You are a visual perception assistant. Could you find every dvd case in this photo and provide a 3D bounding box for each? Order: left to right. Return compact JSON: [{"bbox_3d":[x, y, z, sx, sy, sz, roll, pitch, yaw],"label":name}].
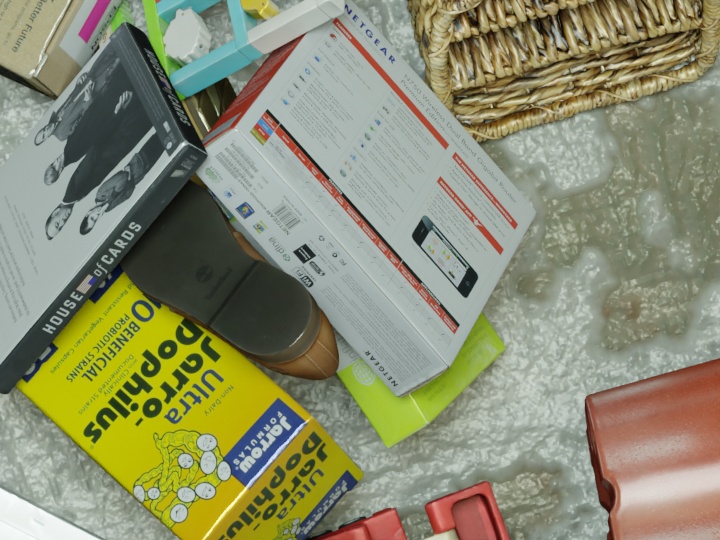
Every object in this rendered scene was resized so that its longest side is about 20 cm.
[{"bbox_3d":[-0.183,-0.041,1.568,0.025,0.151,0.200,30,109,-36],"label":"dvd case"}]

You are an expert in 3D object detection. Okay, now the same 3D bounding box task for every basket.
[{"bbox_3d":[0.133,-0.179,1.639,0.199,0.143,0.150,-14,87,-5],"label":"basket"}]

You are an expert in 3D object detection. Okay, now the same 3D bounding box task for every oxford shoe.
[{"bbox_3d":[-0.085,0.009,1.538,0.071,0.071,0.200,-46,51,-3],"label":"oxford shoe"}]

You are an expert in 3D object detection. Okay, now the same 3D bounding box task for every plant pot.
[{"bbox_3d":[0.249,0.135,1.616,0.194,0.201,0.202,-11,87,3],"label":"plant pot"}]

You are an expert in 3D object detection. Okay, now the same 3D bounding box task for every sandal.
[{"bbox_3d":[-0.098,-0.058,1.654,0.054,0.080,0.201,-18,92,16],"label":"sandal"}]

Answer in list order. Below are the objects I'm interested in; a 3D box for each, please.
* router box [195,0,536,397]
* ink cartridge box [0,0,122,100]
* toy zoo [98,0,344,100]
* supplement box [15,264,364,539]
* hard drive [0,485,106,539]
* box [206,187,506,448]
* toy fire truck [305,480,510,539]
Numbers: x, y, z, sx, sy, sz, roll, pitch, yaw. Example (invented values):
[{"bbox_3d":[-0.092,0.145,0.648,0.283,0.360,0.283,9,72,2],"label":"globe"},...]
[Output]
[{"bbox_3d":[0.006,-0.051,1.588,0.049,0.180,0.200,-33,105,38],"label":"router box"},{"bbox_3d":[-0.217,-0.233,1.626,0.164,0.075,0.201,28,85,15],"label":"ink cartridge box"},{"bbox_3d":[-0.082,-0.188,1.609,0.199,0.020,0.132,-27,56,21],"label":"toy zoo"},{"bbox_3d":[-0.114,0.092,1.578,0.200,0.110,0.109,38,83,28],"label":"supplement box"},{"bbox_3d":[-0.250,0.244,1.639,0.131,0.027,0.201,27,85,-2],"label":"hard drive"},{"bbox_3d":[0.000,0.000,1.625,0.048,0.122,0.201,-32,95,37],"label":"box"},{"bbox_3d":[-0.009,0.190,1.605,0.199,0.141,0.049,-21,88,-6],"label":"toy fire truck"}]
